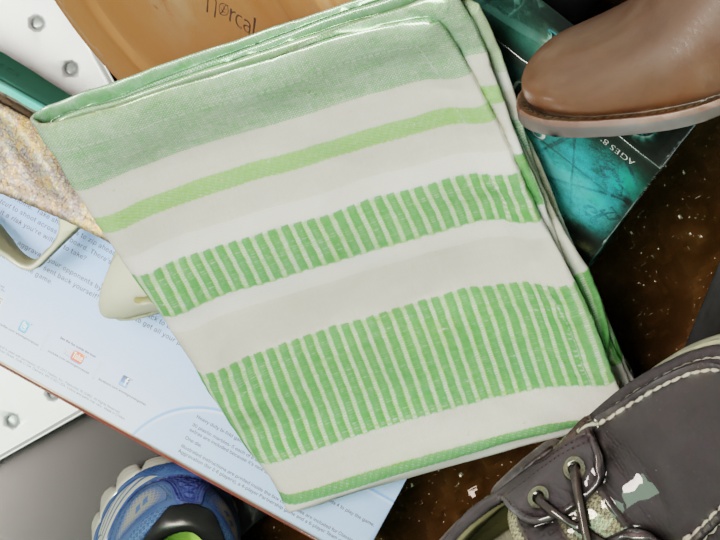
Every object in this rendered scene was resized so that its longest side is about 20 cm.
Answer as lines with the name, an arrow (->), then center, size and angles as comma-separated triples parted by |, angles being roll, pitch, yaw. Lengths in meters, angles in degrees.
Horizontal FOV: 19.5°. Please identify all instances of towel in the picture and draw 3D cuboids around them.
towel -> 0.000, 0.000, 0.718 | 0.151, 0.023, 0.201 | -17, 130, 15

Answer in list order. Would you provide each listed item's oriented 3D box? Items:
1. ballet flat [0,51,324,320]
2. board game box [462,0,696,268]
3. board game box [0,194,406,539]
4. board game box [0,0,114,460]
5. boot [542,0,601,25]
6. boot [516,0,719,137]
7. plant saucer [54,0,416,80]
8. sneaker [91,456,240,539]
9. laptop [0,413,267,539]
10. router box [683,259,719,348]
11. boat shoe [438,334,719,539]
ballet flat -> -0.095, -0.023, 0.772 | 0.199, 0.068, 0.068 | 28, 104, 6
board game box -> 0.013, -0.076, 0.743 | 0.200, 0.028, 0.135 | 39, 154, 6
board game box -> -0.062, 0.020, 0.808 | 0.199, 0.019, 0.103 | 29, 92, -1
board game box -> -0.180, -0.020, 0.827 | 0.199, 0.026, 0.201 | -29, 94, -1
boot -> 0.119, -0.144, 0.674 | 0.161, 0.074, 0.199 | 13, 135, 17
boot -> 0.093, -0.149, 0.591 | 0.185, 0.064, 0.201 | -19, 116, 22
plant saucer -> -0.054, -0.100, 0.730 | 0.200, 0.032, 0.201 | 32, 153, 19
sneaker -> -0.084, 0.176, 0.806 | 0.078, 0.089, 0.202 | 5, 92, -9
laptop -> -0.168, 0.093, 0.898 | 0.178, 0.103, 0.200 | 52, 138, 1
router box -> 0.160, 0.118, 0.737 | 0.157, 0.052, 0.201 | 38, 117, 42
boat shoe -> 0.079, 0.093, 0.731 | 0.200, 0.065, 0.072 | -43, 74, 42
